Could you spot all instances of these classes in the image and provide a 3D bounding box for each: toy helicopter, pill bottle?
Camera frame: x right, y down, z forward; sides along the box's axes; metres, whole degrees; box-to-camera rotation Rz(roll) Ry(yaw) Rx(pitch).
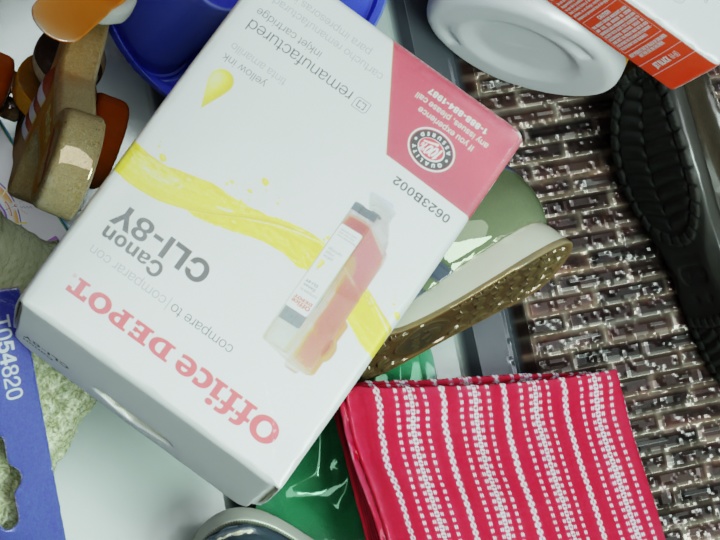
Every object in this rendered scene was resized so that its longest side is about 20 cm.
[{"bbox_3d":[-0.130,-0.085,0.997,0.078,0.200,0.133,21,109,-17],"label":"toy helicopter"},{"bbox_3d":[0.118,-0.206,1.168,0.111,0.112,0.201,22,76,-9],"label":"pill bottle"}]

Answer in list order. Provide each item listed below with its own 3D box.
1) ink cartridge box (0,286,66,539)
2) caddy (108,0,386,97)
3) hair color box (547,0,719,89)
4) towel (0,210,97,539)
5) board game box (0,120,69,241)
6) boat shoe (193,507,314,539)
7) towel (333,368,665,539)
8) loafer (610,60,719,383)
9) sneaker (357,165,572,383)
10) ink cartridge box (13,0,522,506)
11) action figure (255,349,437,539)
[{"bbox_3d":[-0.233,0.123,0.997,0.199,0.041,0.201,-14,114,-16],"label":"ink cartridge box"},{"bbox_3d":[-0.061,-0.179,1.126,0.141,0.105,0.202,20,67,-30],"label":"caddy"},{"bbox_3d":[0.112,-0.194,1.074,0.199,0.064,0.111,35,75,-9],"label":"hair color box"},{"bbox_3d":[-0.203,0.065,1.041,0.148,0.036,0.201,32,85,-29],"label":"towel"},{"bbox_3d":[-0.251,-0.003,1.078,0.199,0.040,0.154,-32,89,-17],"label":"board game box"},{"bbox_3d":[0.005,0.184,1.074,0.199,0.062,0.075,34,106,-17],"label":"boat shoe"},{"bbox_3d":[0.078,0.119,1.093,0.199,0.022,0.146,-1,69,-39],"label":"towel"},{"bbox_3d":[0.196,-0.032,1.175,0.071,0.073,0.201,-27,104,-24],"label":"loafer"},{"bbox_3d":[0.000,0.000,1.082,0.199,0.067,0.090,-26,70,-15],"label":"sneaker"},{"bbox_3d":[-0.043,-0.015,0.988,0.145,0.083,0.201,36,75,-1],"label":"ink cartridge box"},{"bbox_3d":[-0.004,0.040,1.124,0.117,0.055,0.202,-2,80,-12],"label":"action figure"}]
